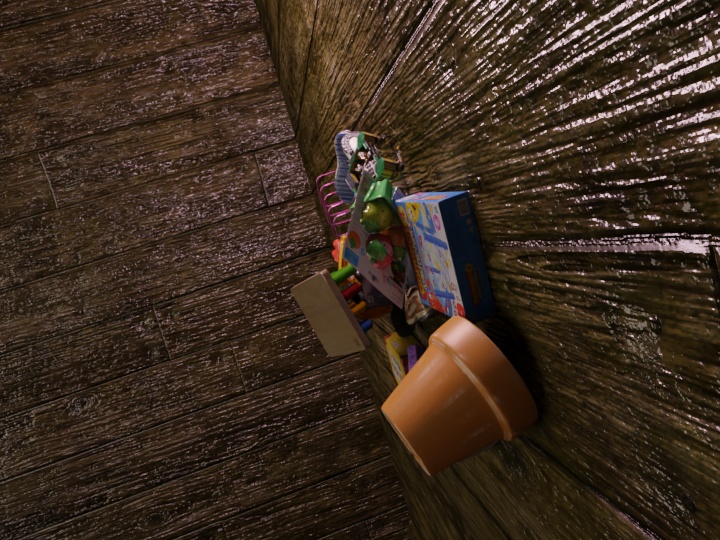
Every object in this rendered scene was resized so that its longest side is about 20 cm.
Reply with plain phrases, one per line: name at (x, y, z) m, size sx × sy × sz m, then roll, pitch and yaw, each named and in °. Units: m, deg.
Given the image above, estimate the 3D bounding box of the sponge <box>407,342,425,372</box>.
sponge at (0.154, 0.269, 1.212) m, size 0.111 × 0.030 × 0.201 m, roll 44°, pitch -154°, yaw -25°

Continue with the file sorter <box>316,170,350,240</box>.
file sorter at (-0.046, -0.193, 1.619) m, size 0.140 × 0.123 × 0.202 m, roll 78°, pitch 171°, yaw -50°

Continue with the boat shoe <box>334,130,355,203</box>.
boat shoe at (-0.027, -0.289, 1.491) m, size 0.072 × 0.071 × 0.203 m, roll -46°, pitch -37°, yaw -54°

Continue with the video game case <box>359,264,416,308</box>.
video game case at (0.067, -0.006, 1.204) m, size 0.019 × 0.140 × 0.202 m, roll -91°, pitch -9°, yaw -54°

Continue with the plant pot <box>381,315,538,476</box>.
plant pot at (0.138, 0.207, 0.829) m, size 0.201 × 0.182 × 0.200 m, roll 52°, pitch 171°, yaw 11°

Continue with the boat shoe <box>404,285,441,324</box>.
boat shoe at (0.130, 0.065, 1.134) m, size 0.075 × 0.075 × 0.200 m, roll 64°, pitch 169°, yaw 5°

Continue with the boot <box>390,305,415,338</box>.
boot at (0.114, 0.124, 1.482) m, size 0.132 × 0.067 × 0.202 m, roll 75°, pitch -179°, yaw -50°

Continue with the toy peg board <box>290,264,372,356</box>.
toy peg board at (-0.049, 0.089, 1.289) m, size 0.201 × 0.097 × 0.199 m, roll 59°, pitch 150°, yaw -4°

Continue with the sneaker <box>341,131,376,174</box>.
sneaker at (0.013, -0.257, 1.356) m, size 0.089 × 0.076 × 0.203 m, roll 60°, pitch -167°, yaw -61°

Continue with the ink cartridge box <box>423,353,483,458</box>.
ink cartridge box at (0.198, 0.269, 1.082) m, size 0.146 × 0.086 × 0.203 m, roll 85°, pitch 167°, yaw -62°

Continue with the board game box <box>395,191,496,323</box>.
board game box at (0.139, -0.029, 0.906) m, size 0.196 × 0.055 × 0.203 m, roll -156°, pitch 48°, yaw -73°

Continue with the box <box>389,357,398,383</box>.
box at (0.153, 0.352, 1.659) m, size 0.070 × 0.063 × 0.203 m, roll 103°, pitch 149°, yaw -75°

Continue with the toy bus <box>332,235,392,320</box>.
toy bus at (0.000, 0.000, 1.358) m, size 0.191 × 0.134 × 0.204 m, roll 24°, pitch 117°, yaw 42°

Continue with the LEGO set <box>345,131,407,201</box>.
LEGO set at (0.054, -0.197, 1.133) m, size 0.200 × 0.114 × 0.156 m, roll 54°, pitch 131°, yaw 55°

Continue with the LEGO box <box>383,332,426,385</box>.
LEGO box at (0.141, 0.273, 1.515) m, size 0.200 × 0.076 × 0.151 m, roll -136°, pitch 30°, yaw -74°

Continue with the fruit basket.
fruit basket at (0.046, -0.060, 0.995) m, size 0.185 × 0.093 × 0.203 m, roll 41°, pitch -137°, yaw -36°
